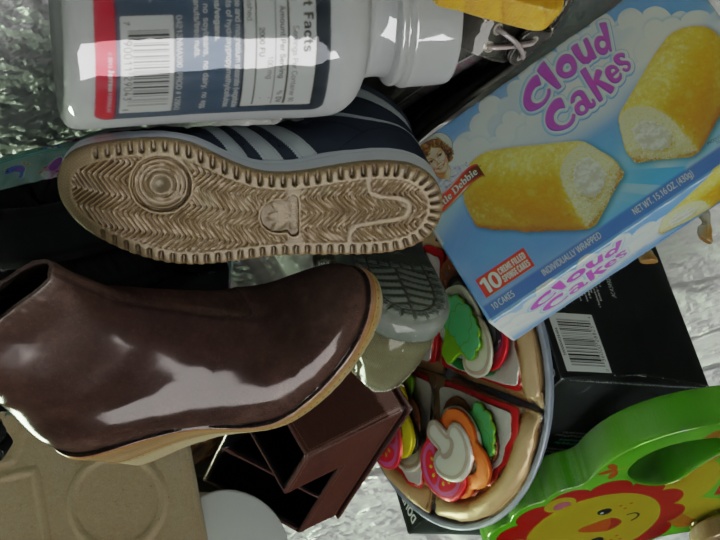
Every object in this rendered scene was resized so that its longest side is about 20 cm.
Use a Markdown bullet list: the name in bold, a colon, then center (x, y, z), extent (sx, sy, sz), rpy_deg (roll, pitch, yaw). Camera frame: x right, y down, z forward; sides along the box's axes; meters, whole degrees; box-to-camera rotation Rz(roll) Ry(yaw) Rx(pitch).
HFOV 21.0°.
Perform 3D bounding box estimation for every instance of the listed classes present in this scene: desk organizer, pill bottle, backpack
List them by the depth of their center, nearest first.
- **pill bottle**: center (-0.055, -0.135, 0.983), extent (0.199, 0.120, 0.120), rpy_deg (-4, 145, -12)
- **backpack**: center (-0.170, -0.006, 1.109), extent (0.199, 0.127, 0.168), rpy_deg (-18, 115, 4)
- **desk organizer**: center (-0.039, 0.114, 1.273), extent (0.077, 0.072, 0.200), rpy_deg (-24, 162, -25)
- **pill bottle**: center (-0.118, 0.219, 1.354), extent (0.111, 0.112, 0.200), rpy_deg (3, 157, -21)

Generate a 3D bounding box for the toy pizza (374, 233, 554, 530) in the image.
- **toy pizza**: center (0.048, 0.066, 1.235), extent (0.032, 0.201, 0.200), rpy_deg (-5, 148, -36)

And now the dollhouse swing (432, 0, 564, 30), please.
- **dollhouse swing**: center (0.164, -0.198, 0.930), extent (0.175, 0.182, 0.200), rpy_deg (28, 132, -17)

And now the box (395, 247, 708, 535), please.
- **box**: center (0.109, 0.068, 1.298), extent (0.124, 0.149, 0.200), rpy_deg (5, 143, -30)

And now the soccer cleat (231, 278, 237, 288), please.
- **soccer cleat**: center (-0.102, 0.061, 1.198), extent (0.069, 0.200, 0.078), rpy_deg (-19, 107, 15)

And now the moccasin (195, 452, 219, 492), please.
- **moccasin**: center (-0.112, 0.155, 1.429), extent (0.200, 0.074, 0.078), rpy_deg (-7, 161, -13)

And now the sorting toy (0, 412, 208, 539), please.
- **sorting toy**: center (-0.200, 0.125, 1.262), extent (0.184, 0.201, 0.036), rpy_deg (-13, 168, 2)

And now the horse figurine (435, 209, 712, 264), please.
- **horse figurine**: center (0.132, -0.066, 1.159), extent (0.199, 0.133, 0.050), rpy_deg (-8, 160, 18)

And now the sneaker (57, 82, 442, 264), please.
- **sneaker**: center (-0.060, -0.059, 1.042), extent (0.199, 0.109, 0.070), rpy_deg (3, 120, -6)

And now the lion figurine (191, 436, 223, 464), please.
- **lion figurine**: center (-0.159, 0.136, 1.313), extent (0.122, 0.201, 0.073), rpy_deg (13, 150, 25)

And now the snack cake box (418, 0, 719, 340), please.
- **snack cake box**: center (0.132, -0.065, 1.098), extent (0.199, 0.115, 0.067), rpy_deg (-35, 161, 8)

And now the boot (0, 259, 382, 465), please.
- **boot**: center (-0.104, 0.034, 1.006), extent (0.199, 0.073, 0.166), rpy_deg (-31, 144, 20)

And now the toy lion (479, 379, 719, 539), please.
- **toy lion**: center (0.173, 0.138, 1.245), extent (0.190, 0.069, 0.200), rpy_deg (-6, 148, -12)

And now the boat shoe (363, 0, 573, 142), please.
- **boat shoe**: center (0.055, -0.114, 1.081), extent (0.067, 0.057, 0.200), rpy_deg (12, 148, -40)

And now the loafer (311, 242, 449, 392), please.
- **loafer**: center (0.000, 0.000, 1.130), extent (0.075, 0.200, 0.070), rpy_deg (13, 117, -13)
